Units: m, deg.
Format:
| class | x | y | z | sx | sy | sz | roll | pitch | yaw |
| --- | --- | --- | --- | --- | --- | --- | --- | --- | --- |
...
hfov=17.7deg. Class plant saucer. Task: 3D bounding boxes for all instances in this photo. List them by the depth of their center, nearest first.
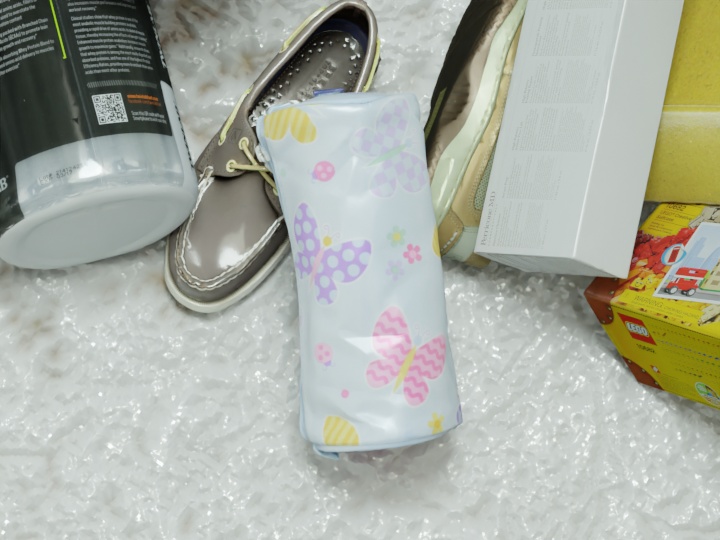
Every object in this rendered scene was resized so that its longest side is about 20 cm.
| class | x | y | z | sx | sy | sz | roll | pitch | yaw |
| --- | --- | --- | --- | --- | --- | --- | --- | --- | --- |
| plant saucer | 0.224 | -0.132 | 1.305 | 0.048 | 0.199 | 0.201 | 43 | 65 | -37 |

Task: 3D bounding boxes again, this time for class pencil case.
| class | x | y | z | sx | sy | sz | roll | pitch | yaw |
| --- | --- | --- | --- | --- | --- | --- | --- | --- | --- |
| pencil case | 0.000 | 0.000 | 1.257 | 0.090 | 0.083 | 0.202 | -10 | 94 | -16 |

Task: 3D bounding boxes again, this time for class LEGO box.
| class | x | y | z | sx | sy | sz | roll | pitch | yaw |
| --- | --- | --- | --- | --- | --- | --- | --- | --- | --- |
| LEGO box | 0.245 | 0.007 | 1.255 | 0.149 | 0.199 | 0.077 | -48 | 124 | -18 |

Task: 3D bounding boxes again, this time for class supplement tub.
| class | x | y | z | sx | sy | sz | roll | pitch | yaw |
| --- | --- | --- | --- | --- | --- | --- | --- | --- | --- |
| supplement tub | -0.170 | -0.113 | 1.282 | 0.122 | 0.123 | 0.201 | -13 | 74 | -11 |

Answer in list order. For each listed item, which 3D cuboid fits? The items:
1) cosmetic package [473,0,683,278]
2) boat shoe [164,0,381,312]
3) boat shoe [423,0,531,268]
| class | x | y | z | sx | sy | sz | roll | pitch | yaw |
| --- | --- | --- | --- | --- | --- | --- | --- | --- | --- |
| cosmetic package | 0.126 | -0.099 | 1.290 | 0.050 | 0.082 | 0.201 | 18 | 81 | -40 |
| boat shoe | -0.049 | -0.069 | 1.315 | 0.072 | 0.060 | 0.201 | 32 | 71 | 3 |
| boat shoe | 0.083 | -0.096 | 1.345 | 0.076 | 0.072 | 0.201 | 26 | 78 | -13 |
